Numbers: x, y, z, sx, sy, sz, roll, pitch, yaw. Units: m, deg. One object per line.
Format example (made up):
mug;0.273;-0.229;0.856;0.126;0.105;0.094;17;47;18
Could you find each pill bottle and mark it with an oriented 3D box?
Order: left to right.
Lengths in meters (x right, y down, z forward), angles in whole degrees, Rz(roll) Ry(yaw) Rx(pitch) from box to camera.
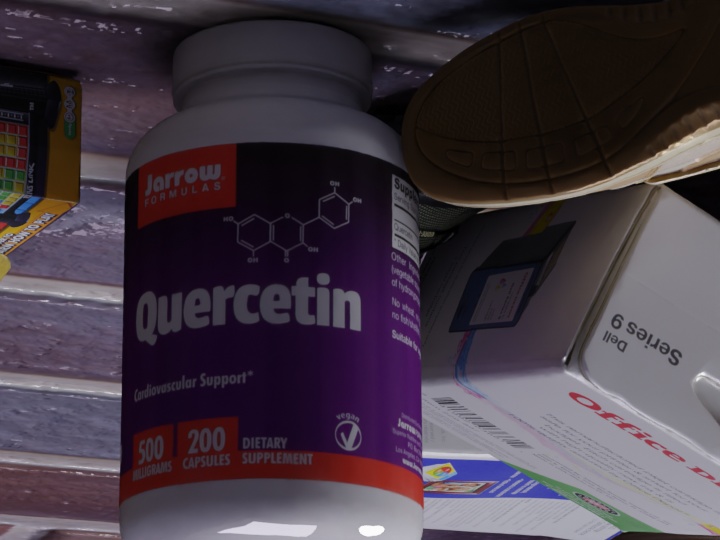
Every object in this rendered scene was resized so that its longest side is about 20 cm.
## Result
pill bottle;-0.033;0.013;1.032;0.112;0.200;0.112;-1;163;0

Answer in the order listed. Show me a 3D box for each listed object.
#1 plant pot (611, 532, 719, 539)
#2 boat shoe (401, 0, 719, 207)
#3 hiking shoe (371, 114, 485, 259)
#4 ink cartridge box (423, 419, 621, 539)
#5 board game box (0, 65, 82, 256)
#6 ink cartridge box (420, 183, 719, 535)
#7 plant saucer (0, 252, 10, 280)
plant pot;0.220;0.222;1.919;0.201;0.093;0.201;-1;163;0
boat shoe;0.113;-0.062;0.997;0.200;0.074;0.069;-15;159;25
hiking shoe;0.000;0.000;1.162;0.076;0.101;0.200;10;160;-33
ink cartridge box;0.086;0.121;1.668;0.200;0.047;0.198;3;162;-16
board game box;-0.225;-0.035;1.117;0.165;0.057;0.200;7;162;-27
ink cartridge box;0.113;0.042;1.116;0.145;0.088;0.200;30;168;-17
plant saucer;-0.271;0.005;1.075;0.200;0.049;0.200;-9;161;26
